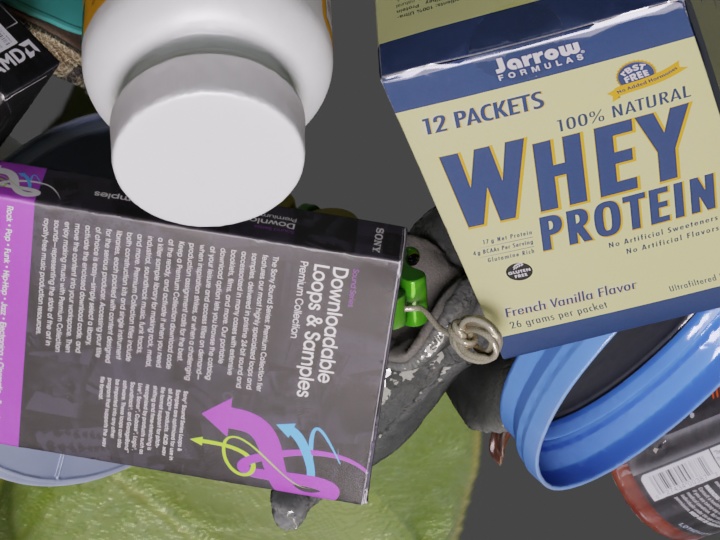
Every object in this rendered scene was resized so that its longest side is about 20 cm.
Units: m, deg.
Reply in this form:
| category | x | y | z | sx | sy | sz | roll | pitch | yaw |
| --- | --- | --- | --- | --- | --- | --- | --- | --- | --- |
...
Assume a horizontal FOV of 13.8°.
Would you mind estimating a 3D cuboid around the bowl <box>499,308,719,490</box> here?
| category | x | y | z | sx | sy | sz | roll | pitch | yaw |
| --- | --- | --- | --- | --- | --- | --- | --- | --- | --- |
| bowl | 0.150 | 0.025 | 1.493 | 0.200 | 0.039 | 0.201 | -36 | 156 | -18 |

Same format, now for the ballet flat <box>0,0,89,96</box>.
| category | x | y | z | sx | sy | sz | roll | pitch | yaw |
| --- | --- | --- | --- | --- | --- | --- | --- | --- | --- |
| ballet flat | -0.135 | -0.115 | 1.441 | 0.200 | 0.068 | 0.075 | 23 | 152 | -35 |

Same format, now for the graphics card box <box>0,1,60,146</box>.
| category | x | y | z | sx | sy | sz | roll | pitch | yaw |
| --- | --- | --- | --- | --- | --- | --- | --- | --- | --- |
| graphics card box | -0.244 | -0.118 | 1.358 | 0.200 | 0.051 | 0.125 | 45 | 127 | 3 |

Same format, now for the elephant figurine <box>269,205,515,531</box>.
| category | x | y | z | sx | sy | sz | roll | pitch | yaw |
| --- | --- | --- | --- | --- | --- | --- | --- | --- | --- |
| elephant figurine | 0.038 | 0.018 | 1.523 | 0.200 | 0.141 | 0.156 | -19 | 97 | 31 |

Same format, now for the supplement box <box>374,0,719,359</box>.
| category | x | y | z | sx | sy | sz | roll | pitch | yaw |
| --- | --- | --- | --- | --- | --- | --- | --- | --- | --- |
| supplement box | 0.095 | -0.108 | 1.361 | 0.134 | 0.200 | 0.200 | -14 | 137 | 12 |

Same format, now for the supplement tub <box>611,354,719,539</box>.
| category | x | y | z | sx | sy | sz | roll | pitch | yaw |
| --- | --- | --- | --- | --- | --- | --- | --- | --- | --- |
| supplement tub | 0.234 | 0.071 | 1.614 | 0.107 | 0.107 | 0.200 | 32 | 138 | -33 |

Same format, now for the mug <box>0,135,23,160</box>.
| category | x | y | z | sx | sy | sz | roll | pitch | yaw |
| --- | --- | --- | --- | --- | --- | --- | --- | --- | --- |
| mug | -0.249 | 0.012 | 1.477 | 0.175 | 0.201 | 0.148 | -4 | 171 | -10 |

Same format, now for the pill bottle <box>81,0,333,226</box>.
| category | x | y | z | sx | sy | sz | roll | pitch | yaw |
| --- | --- | --- | --- | --- | --- | --- | --- | --- | --- |
| pill bottle | -0.069 | -0.120 | 1.335 | 0.112 | 0.200 | 0.113 | -2 | 138 | -2 |

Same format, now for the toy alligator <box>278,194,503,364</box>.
| category | x | y | z | sx | sy | sz | roll | pitch | yaw |
| --- | --- | --- | --- | --- | --- | --- | --- | --- | --- |
| toy alligator | 0.000 | 0.000 | 1.405 | 0.200 | 0.054 | 0.059 | 18 | 127 | 35 |

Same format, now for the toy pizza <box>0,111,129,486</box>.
| category | x | y | z | sx | sy | sz | roll | pitch | yaw |
| --- | --- | --- | --- | --- | --- | --- | --- | --- | --- |
| toy pizza | -0.133 | 0.012 | 1.456 | 0.200 | 0.032 | 0.201 | -17 | 122 | -29 |

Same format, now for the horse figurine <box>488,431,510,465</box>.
| category | x | y | z | sx | sy | sz | roll | pitch | yaw |
| --- | --- | --- | --- | --- | --- | --- | --- | --- | --- |
| horse figurine | 0.137 | 0.022 | 1.599 | 0.132 | 0.050 | 0.200 | -7 | 145 | -49 |

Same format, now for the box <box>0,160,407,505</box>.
| category | x | y | z | sx | sy | sz | roll | pitch | yaw |
| --- | --- | --- | --- | --- | --- | --- | --- | --- | --- |
| box | -0.084 | 0.029 | 1.363 | 0.199 | 0.036 | 0.143 | 11 | 125 | 2 |
